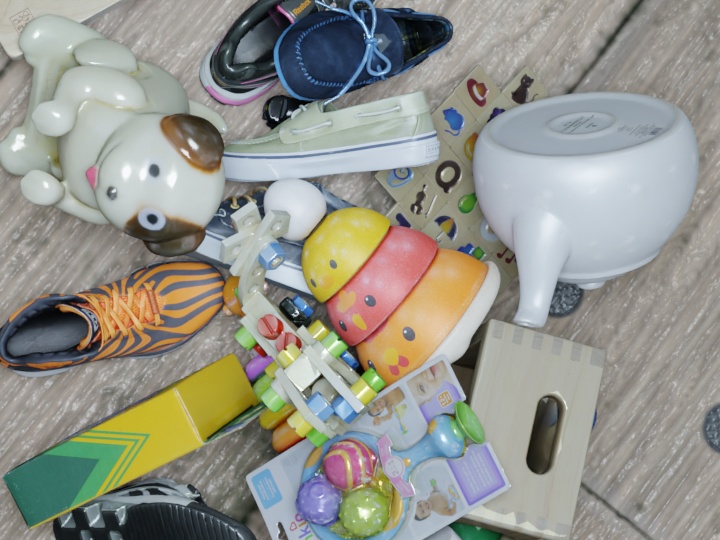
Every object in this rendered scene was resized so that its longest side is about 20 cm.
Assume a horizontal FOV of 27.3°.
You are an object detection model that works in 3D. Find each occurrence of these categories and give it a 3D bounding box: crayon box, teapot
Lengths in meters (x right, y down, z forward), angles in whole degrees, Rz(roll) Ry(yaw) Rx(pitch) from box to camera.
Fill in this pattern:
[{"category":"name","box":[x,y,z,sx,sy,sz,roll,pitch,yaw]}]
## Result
[{"category":"crayon box","box":[-0.165,0.126,1.167,0.200,0.126,0.052,-26,91,18]},{"category":"teapot","box":[0.189,-0.056,1.231,0.199,0.197,0.146,-13,114,-9]}]

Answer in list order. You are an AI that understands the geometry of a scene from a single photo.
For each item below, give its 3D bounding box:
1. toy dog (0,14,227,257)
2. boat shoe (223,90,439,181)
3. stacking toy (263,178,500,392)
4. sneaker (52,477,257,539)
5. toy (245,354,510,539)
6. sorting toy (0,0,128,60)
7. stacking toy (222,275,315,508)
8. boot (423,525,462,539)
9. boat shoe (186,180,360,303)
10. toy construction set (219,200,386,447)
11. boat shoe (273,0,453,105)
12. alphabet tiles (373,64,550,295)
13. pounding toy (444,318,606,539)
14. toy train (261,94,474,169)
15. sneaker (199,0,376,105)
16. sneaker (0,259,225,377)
[{"category":"toy dog","box":[-0.180,-0.089,1.174,0.194,0.200,0.140,13,111,-35]},{"category":"boat shoe","box":[-0.029,-0.111,1.234,0.199,0.072,0.062,-5,97,20]},{"category":"stacking toy","box":[0.000,0.000,1.207,0.200,0.146,0.146,39,82,-5]},{"category":"sneaker","box":[-0.147,0.198,1.181,0.088,0.200,0.074,-29,114,-49]},{"category":"toy","box":[0.003,0.161,1.134,0.200,0.047,0.115,-32,71,17]},{"category":"sorting toy","box":[-0.253,-0.304,1.246,0.200,0.070,0.199,-31,91,-9]},{"category":"stacking toy","box":[-0.057,0.090,1.240,0.116,0.110,0.200,-34,83,13]},{"category":"boot","box":[0.039,0.270,1.205,0.090,0.200,0.073,50,53,-7]},{"category":"boat shoe","box":[-0.094,-0.044,1.259,0.200,0.071,0.091,21,83,-14]},{"category":"toy construction set","box":[-0.054,0.049,1.134,0.092,0.131,0.200,-31,65,9]},{"category":"boat shoe","box":[0.006,-0.193,1.225,0.200,0.069,0.084,-34,109,-50]},{"category":"alphabet tiles","box":[0.106,-0.072,1.289,0.200,0.006,0.166,-47,115,-8]},{"category":"pounding toy","box":[0.129,0.168,1.233,0.142,0.184,0.201,15,76,-7]},{"category":"toy train","box":[0.014,-0.121,1.287,0.199,0.046,0.034,11,85,-8]},{"category":"sneaker","box":[-0.048,-0.217,1.263,0.080,0.086,0.200,43,81,-6]},{"category":"sneaker","box":[-0.200,0.043,1.211,0.200,0.112,0.078,-21,90,-11]}]
